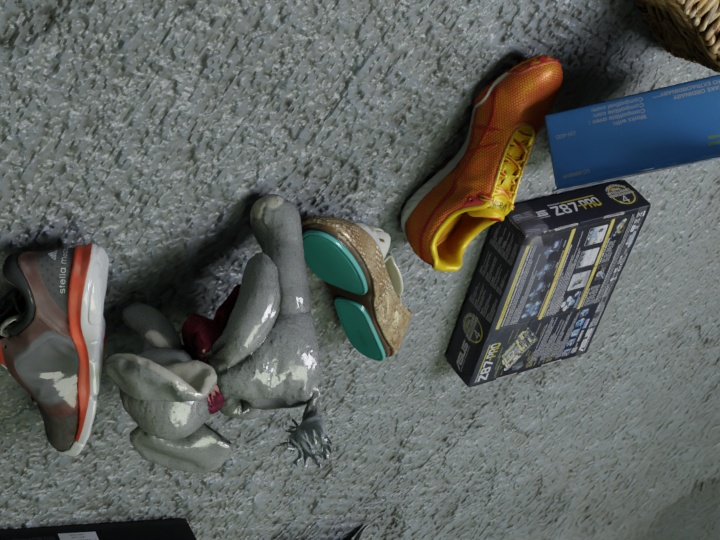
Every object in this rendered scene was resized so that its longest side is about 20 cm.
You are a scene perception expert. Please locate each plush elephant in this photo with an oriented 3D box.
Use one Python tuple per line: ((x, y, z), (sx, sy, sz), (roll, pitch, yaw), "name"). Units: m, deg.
((-0.114, 0.069, 0.927), (0.154, 0.200, 0.165), (-4, 142, -13), "plush elephant")

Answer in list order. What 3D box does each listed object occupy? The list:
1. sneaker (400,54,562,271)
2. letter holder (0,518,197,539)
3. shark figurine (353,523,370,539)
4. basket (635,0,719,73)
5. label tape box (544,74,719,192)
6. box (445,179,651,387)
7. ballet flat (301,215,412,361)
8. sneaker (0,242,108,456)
((0.112, -0.084, 1.016), (0.073, 0.077, 0.200), (8, 122, -43), "sneaker")
((-0.248, 0.311, 1.111), (0.200, 0.101, 0.142), (7, 126, -44), "letter holder")
((0.012, 0.321, 1.346), (0.128, 0.214, 0.090), (38, 61, -25), "shark figurine")
((0.311, -0.272, 0.998), (0.200, 0.149, 0.143), (-44, 111, 7), "basket")
((0.224, -0.108, 0.973), (0.144, 0.063, 0.200), (-12, -178, 16), "label tape box")
((0.182, 0.015, 1.206), (0.161, 0.049, 0.200), (-15, 138, -31), "box")
((0.000, 0.000, 1.035), (0.065, 0.070, 0.200), (-57, 153, -23), "ballet flat")
((-0.228, 0.055, 0.897), (0.082, 0.077, 0.200), (5, 130, -10), "sneaker")
